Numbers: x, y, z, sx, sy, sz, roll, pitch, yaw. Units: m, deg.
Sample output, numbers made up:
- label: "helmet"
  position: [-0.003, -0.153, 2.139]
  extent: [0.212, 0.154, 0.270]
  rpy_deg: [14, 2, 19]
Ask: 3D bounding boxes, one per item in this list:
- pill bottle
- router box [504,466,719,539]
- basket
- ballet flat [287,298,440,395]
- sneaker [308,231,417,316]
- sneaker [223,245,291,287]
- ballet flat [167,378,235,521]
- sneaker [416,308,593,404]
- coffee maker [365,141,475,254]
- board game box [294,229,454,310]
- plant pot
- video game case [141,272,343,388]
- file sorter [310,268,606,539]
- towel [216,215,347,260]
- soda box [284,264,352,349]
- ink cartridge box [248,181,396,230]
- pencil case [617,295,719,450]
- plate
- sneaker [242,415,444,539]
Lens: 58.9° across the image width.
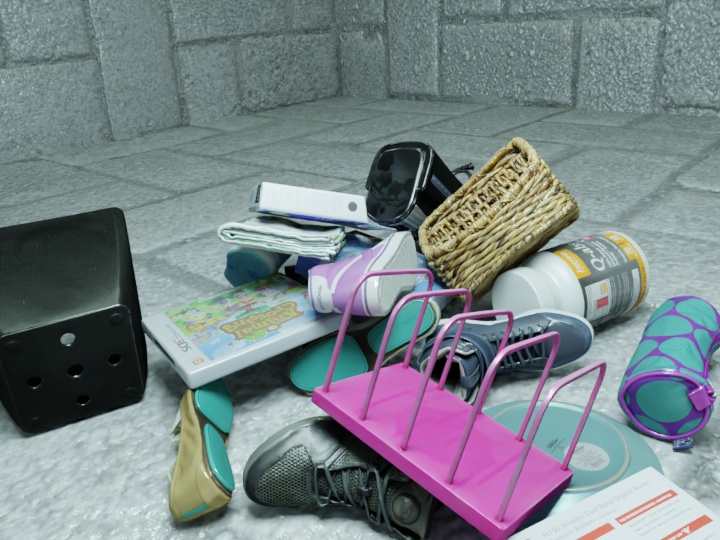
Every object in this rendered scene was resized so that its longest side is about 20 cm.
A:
- label: "pill bottle"
  position: [0.279, 0.023, 0.848]
  extent: [0.197, 0.119, 0.116]
  rpy_deg: [-15, 25, -28]
- label: "router box"
  position: [0.195, 0.235, 0.422]
  extent: [0.197, 0.050, 0.179]
  rpy_deg: [-14, 26, -23]
- label: "basket"
  position: [0.170, -0.073, 0.851]
  extent: [0.199, 0.150, 0.142]
  rpy_deg: [-41, -16, 17]
- label: "ballet flat"
  position: [0.008, 0.094, 0.767]
  extent: [0.197, 0.068, 0.062]
  rpy_deg: [-25, -9, 4]
- label: "sneaker"
  position: [0.000, -0.001, 0.767]
  extent: [0.112, 0.074, 0.200]
  rpy_deg: [-4, 12, 22]
- label: "sneaker"
  position: [-0.139, -0.037, 0.967]
  extent: [0.131, 0.079, 0.200]
  rpy_deg: [-50, 10, -22]
- label: "ballet flat"
  position: [-0.166, 0.168, 0.639]
  extent: [0.063, 0.069, 0.200]
  rpy_deg: [-35, 22, 1]
- label: "sneaker"
  position: [0.161, 0.098, 0.715]
  extent: [0.198, 0.079, 0.146]
  rpy_deg: [-7, 9, 18]
- label: "coffee maker"
  position: [0.105, -0.126, 1.046]
  extent: [0.133, 0.199, 0.195]
  rpy_deg: [-18, 58, 28]
- label: "board game box"
  position: [0.036, 0.002, 0.926]
  extent: [0.196, 0.044, 0.200]
  rpy_deg: [22, 17, 16]
- label: "plant pot"
  position: [-0.350, 0.068, 0.759]
  extent: [0.197, 0.203, 0.177]
  rpy_deg: [-15, 36, -27]
- label: "video game case"
  position: [-0.141, 0.061, 0.764]
  extent: [0.197, 0.022, 0.181]
  rpy_deg: [-19, 25, -29]
- label: "file sorter"
  position: [0.085, 0.093, 0.542]
  extent: [0.198, 0.128, 0.138]
  rpy_deg: [28, 20, 35]
- label: "towel"
  position: [-0.093, -0.053, 0.843]
  extent: [0.146, 0.031, 0.200]
  rpy_deg: [10, 10, 2]
- label: "soda box"
  position: [-0.060, 0.056, 0.880]
  extent: [0.062, 0.072, 0.200]
  rpy_deg: [-9, 22, -11]
- label: "ink cartridge box"
  position: [-0.062, -0.093, 0.951]
  extent: [0.196, 0.044, 0.198]
  rpy_deg: [9, 1, -15]
- label: "pencil case"
  position: [0.344, 0.100, 0.691]
  extent: [0.091, 0.087, 0.199]
  rpy_deg: [-8, 16, 36]
- label: "plate"
  position: [0.187, 0.174, 0.615]
  extent: [0.196, 0.026, 0.201]
  rpy_deg: [-3, 21, 1]
- label: "sneaker"
  position: [-0.003, 0.181, 0.556]
  extent: [0.195, 0.078, 0.114]
  rpy_deg: [-3, 15, -12]
